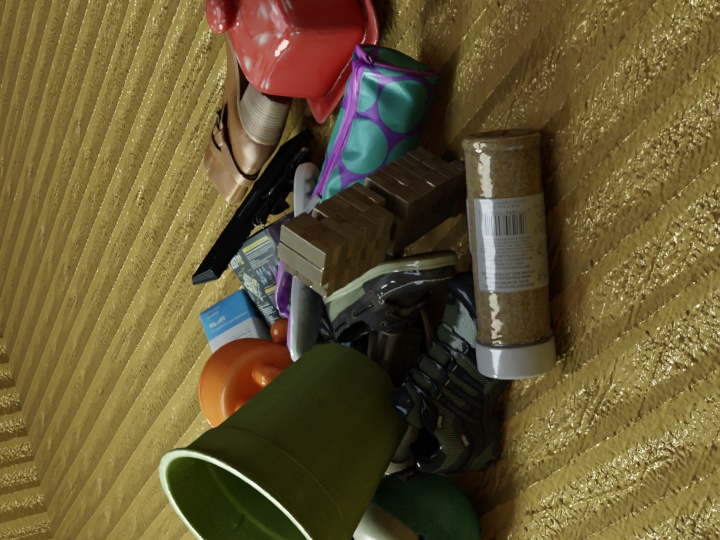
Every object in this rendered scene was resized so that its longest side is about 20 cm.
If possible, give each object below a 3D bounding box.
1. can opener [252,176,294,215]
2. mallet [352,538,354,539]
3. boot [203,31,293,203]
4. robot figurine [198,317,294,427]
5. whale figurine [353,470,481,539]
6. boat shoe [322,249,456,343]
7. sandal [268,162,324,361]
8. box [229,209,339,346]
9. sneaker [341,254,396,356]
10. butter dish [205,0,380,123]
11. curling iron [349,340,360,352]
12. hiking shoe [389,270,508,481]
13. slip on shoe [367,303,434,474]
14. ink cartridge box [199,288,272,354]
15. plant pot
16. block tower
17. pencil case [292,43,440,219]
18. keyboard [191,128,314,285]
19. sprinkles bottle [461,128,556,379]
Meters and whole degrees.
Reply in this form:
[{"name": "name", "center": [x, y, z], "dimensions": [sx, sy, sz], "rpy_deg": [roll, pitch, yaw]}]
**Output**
[{"name": "can opener", "center": [-0.060, -0.050, 1.552], "dimensions": [0.200, 0.066, 0.054], "rpy_deg": [55, 176, 47]}, {"name": "mallet", "center": [-0.027, 0.215, 1.506], "dimensions": [0.041, 0.065, 0.202], "rpy_deg": [-2, 109, 53]}, {"name": "boot", "center": [-0.134, -0.189, 1.612], "dimensions": [0.156, 0.076, 0.201], "rpy_deg": [-60, 40, 38]}, {"name": "robot figurine", "center": [-0.106, 0.129, 1.503], "dimensions": [0.200, 0.115, 0.146], "rpy_deg": [-176, 74, -71]}, {"name": "whale figurine", "center": [0.058, 0.255, 1.411], "dimensions": [0.159, 0.104, 0.200], "rpy_deg": [38, 170, 5]}, {"name": "boat shoe", "center": [0.029, 0.027, 1.314], "dimensions": [0.200, 0.071, 0.067], "rpy_deg": [-19, 79, 58]}, {"name": "sandal", "center": [-0.065, -0.006, 1.423], "dimensions": [0.083, 0.049, 0.205], "rpy_deg": [53, -142, -66]}, {"name": "box", "center": [-0.071, 0.026, 1.558], "dimensions": [0.162, 0.049, 0.200], "rpy_deg": [57, 160, -4]}, {"name": "sneaker", "center": [0.000, 0.000, 1.444], "dimensions": [0.072, 0.071, 0.203], "rpy_deg": [12, 105, 48]}, {"name": "butter dish", "center": [-0.086, -0.267, 1.442], "dimensions": [0.200, 0.146, 0.201], "rpy_deg": [-46, 59, 59]}, {"name": "curling iron", "center": [-0.020, 0.164, 1.448], "dimensions": [0.050, 0.025, 0.202], "rpy_deg": [-131, 49, -58]}, {"name": "hiking shoe", "center": [0.079, 0.101, 1.287], "dimensions": [0.076, 0.100, 0.202], "rpy_deg": [33, 129, 55]}, {"name": "slip on shoe", "center": [0.041, 0.115, 1.408], "dimensions": [0.061, 0.075, 0.202], "rpy_deg": [-139, 52, -63]}, {"name": "ink cartridge box", "center": [-0.106, 0.134, 1.659], "dimensions": [0.067, 0.116, 0.202], "rpy_deg": [-29, 66, 17]}, {"name": "plant pot", "center": [-0.053, 0.172, 1.321], "dimensions": [0.199, 0.190, 0.201], "rpy_deg": [27, 146, 20]}, {"name": "block tower", "center": [0.012, -0.046, 1.252], "dimensions": [0.058, 0.199, 0.054], "rpy_deg": [34, 133, 27]}, {"name": "pencil case", "center": [0.003, -0.108, 1.327], "dimensions": [0.085, 0.092, 0.202], "rpy_deg": [43, 120, 47]}, {"name": "keyboard", "center": [-0.105, -0.071, 1.517], "dimensions": [0.021, 0.201, 0.127], "rpy_deg": [37, 157, -15]}, {"name": "sprinkles bottle", "center": [0.124, -0.014, 1.187], "dimensions": [0.068, 0.068, 0.203], "rpy_deg": [15, 112, 62]}]
